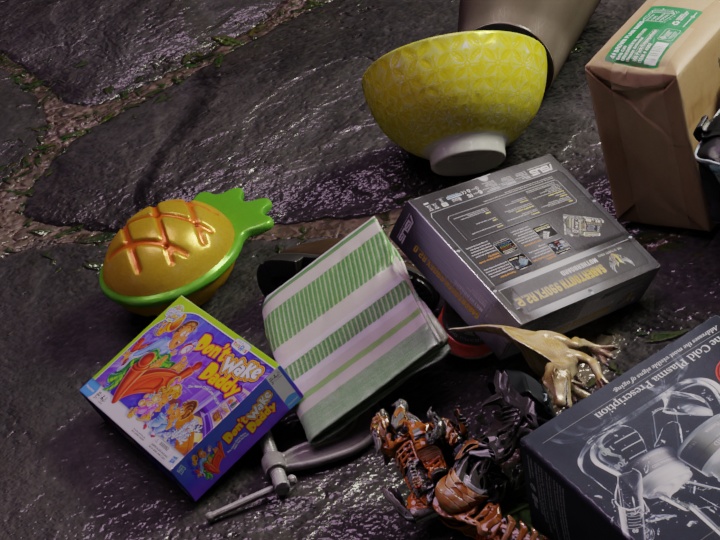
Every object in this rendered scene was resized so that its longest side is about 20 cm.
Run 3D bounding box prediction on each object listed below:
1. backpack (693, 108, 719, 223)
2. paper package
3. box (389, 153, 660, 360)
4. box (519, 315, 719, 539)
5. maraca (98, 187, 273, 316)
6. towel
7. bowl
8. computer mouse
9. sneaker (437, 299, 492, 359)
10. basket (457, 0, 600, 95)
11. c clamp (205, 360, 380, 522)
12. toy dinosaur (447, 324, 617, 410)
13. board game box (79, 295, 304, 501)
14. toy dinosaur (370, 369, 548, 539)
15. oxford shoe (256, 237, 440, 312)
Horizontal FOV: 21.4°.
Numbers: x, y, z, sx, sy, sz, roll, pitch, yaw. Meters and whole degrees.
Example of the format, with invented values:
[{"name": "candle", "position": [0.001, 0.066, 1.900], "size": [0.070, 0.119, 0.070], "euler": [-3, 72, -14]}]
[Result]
[{"name": "backpack", "position": [0.422, -0.099, 1.719], "size": [0.199, 0.151, 0.178], "euler": [0, 37, 38]}, {"name": "paper package", "position": [0.319, -0.166, 1.838], "size": [0.103, 0.192, 0.200], "euler": [10, 41, 37]}, {"name": "box", "position": [0.148, -0.017, 1.702], "size": [0.199, 0.048, 0.159], "euler": [-21, 59, -41]}, {"name": "box", "position": [0.253, 0.159, 1.414], "size": [0.199, 0.105, 0.182], "euler": [-30, 45, -20]}, {"name": "maraca", "position": [-0.177, -0.024, 1.941], "size": [0.137, 0.108, 0.200], "euler": [24, 50, 39]}, {"name": "towel", "position": [-0.011, 0.051, 1.728], "size": [0.152, 0.023, 0.200], "euler": [-36, 40, 7]}, {"name": "bowl", "position": [0.105, -0.162, 1.997], "size": [0.199, 0.200, 0.109], "euler": [-11, 75, 10]}, {"name": "computer mouse", "position": [0.157, 0.114, 1.568], "size": [0.034, 0.059, 0.200], "euler": [-38, 19, -10]}, {"name": "sneaker", "position": [0.117, -0.007, 1.774], "size": [0.076, 0.082, 0.201], "euler": [10, 40, -1]}, {"name": "basket", "position": [0.180, -0.285, 2.157], "size": [0.179, 0.137, 0.201], "euler": [1, 39, 18]}, {"name": "c clamp", "position": [-0.067, 0.133, 1.716], "size": [0.170, 0.027, 0.200], "euler": [-17, 32, 1]}, {"name": "toy dinosaur", "position": [0.151, 0.066, 1.544], "size": [0.059, 0.101, 0.200], "euler": [-63, 23, 4]}, {"name": "board game box", "position": [-0.157, 0.112, 1.739], "size": [0.134, 0.045, 0.200], "euler": [-44, 35, -12]}, {"name": "toy dinosaur", "position": [0.096, 0.168, 1.544], "size": [0.136, 0.102, 0.200], "euler": [-41, 75, -11]}, {"name": "oxford shoe", "position": [0.000, 0.000, 1.853], "size": [0.199, 0.073, 0.084], "euler": [12, 32, 34]}]
